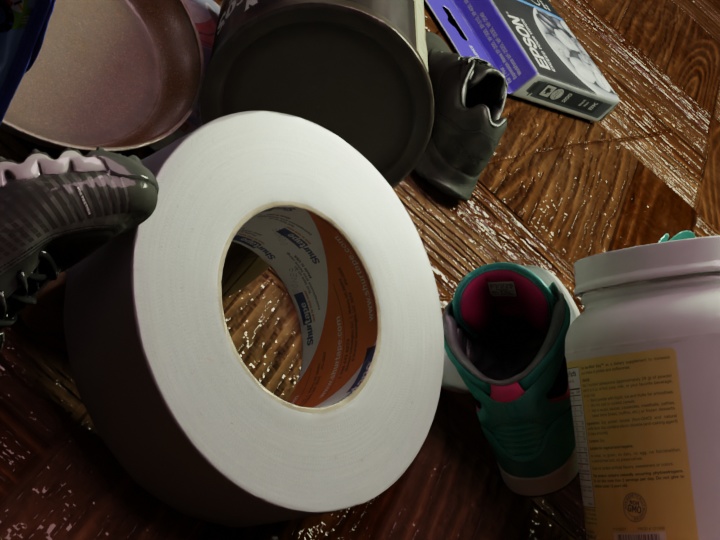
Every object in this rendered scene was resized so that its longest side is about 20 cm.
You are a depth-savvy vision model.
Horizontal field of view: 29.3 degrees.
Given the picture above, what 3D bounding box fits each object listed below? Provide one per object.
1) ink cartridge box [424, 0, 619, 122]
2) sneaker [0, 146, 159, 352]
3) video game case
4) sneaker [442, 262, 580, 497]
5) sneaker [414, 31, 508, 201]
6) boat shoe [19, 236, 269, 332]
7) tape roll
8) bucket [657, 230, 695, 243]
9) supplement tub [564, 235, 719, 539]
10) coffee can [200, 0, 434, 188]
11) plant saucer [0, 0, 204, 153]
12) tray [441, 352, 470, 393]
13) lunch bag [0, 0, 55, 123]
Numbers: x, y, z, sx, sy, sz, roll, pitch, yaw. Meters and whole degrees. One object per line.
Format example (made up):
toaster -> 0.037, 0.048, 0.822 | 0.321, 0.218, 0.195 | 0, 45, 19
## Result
ink cartridge box -> 0.153, -0.249, 1.421 | 0.199, 0.043, 0.199 | 7, 45, -45
sneaker -> -0.173, 0.013, 0.585 | 0.198, 0.067, 0.091 | -19, 73, -15
video game case -> -0.162, -0.172, 0.950 | 0.182, 0.023, 0.201 | 38, 29, -10
sneaker -> 0.101, 0.034, 0.900 | 0.201, 0.083, 0.122 | -86, 160, -52
sneaker -> 0.083, -0.146, 1.148 | 0.075, 0.091, 0.201 | 22, 34, -28
boat shoe -> -0.113, -0.019, 0.758 | 0.199, 0.071, 0.065 | -9, 57, -53
tape roll -> -0.049, 0.025, 0.700 | 0.199, 0.066, 0.203 | 15, 67, -40
bucket -> 0.242, 0.088, 0.986 | 0.206, 0.135, 0.208 | 29, 32, -20
supplement tub -> 0.195, 0.088, 0.801 | 0.144, 0.144, 0.203 | 2, 80, -49
coffee can -> -0.026, -0.156, 0.926 | 0.145, 0.147, 0.201 | 30, 31, -20
plant saucer -> -0.190, -0.148, 0.840 | 0.198, 0.032, 0.202 | 20, 49, -25
tray -> 0.000, 0.000, 0.922 | 0.107, 0.022, 0.201 | 16, 39, -38
lunch bag -> -0.220, -0.148, 0.662 | 0.094, 0.200, 0.151 | -4, 52, -51
